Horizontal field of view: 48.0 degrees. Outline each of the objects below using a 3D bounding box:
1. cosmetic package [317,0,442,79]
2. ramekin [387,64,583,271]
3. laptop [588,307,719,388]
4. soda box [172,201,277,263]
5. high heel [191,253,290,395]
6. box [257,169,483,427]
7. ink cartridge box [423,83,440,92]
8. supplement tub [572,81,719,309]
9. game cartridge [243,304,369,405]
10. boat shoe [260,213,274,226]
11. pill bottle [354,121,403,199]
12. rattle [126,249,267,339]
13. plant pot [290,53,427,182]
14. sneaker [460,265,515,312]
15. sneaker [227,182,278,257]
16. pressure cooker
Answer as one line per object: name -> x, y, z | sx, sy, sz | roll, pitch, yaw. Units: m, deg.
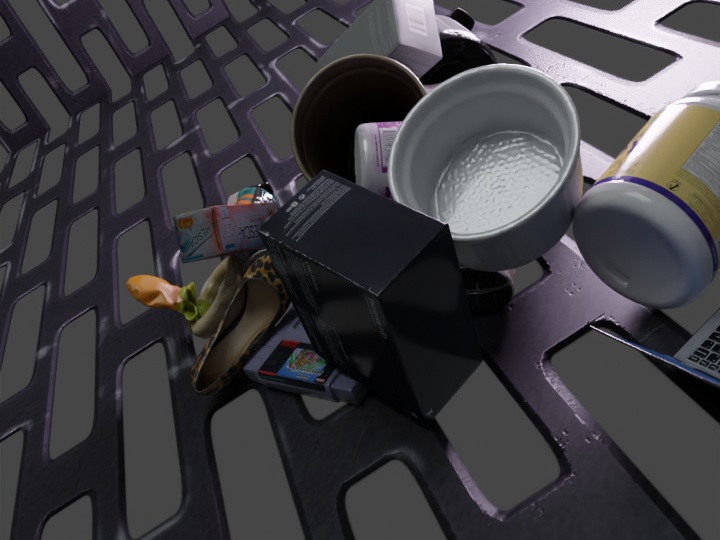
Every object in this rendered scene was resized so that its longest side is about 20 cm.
cosmetic package -> 0.023, -0.309, 1.186 | 0.199, 0.088, 0.110 | -33, 59, 50
ramekin -> 0.134, -0.099, 0.831 | 0.196, 0.098, 0.205 | -12, 60, 20
laptop -> 0.325, 0.052, 0.639 | 0.199, 0.117, 0.186 | -39, 32, -15
soda box -> -0.178, -0.055, 1.125 | 0.067, 0.065, 0.199 | -11, 2, 20
high heel -> -0.143, 0.065, 1.008 | 0.202, 0.071, 0.143 | -56, 4, 29
box -> 0.015, 0.028, 0.832 | 0.104, 0.202, 0.180 | -42, 46, -22
ink cartridge box -> 0.175, -0.202, 1.126 | 0.144, 0.088, 0.200 | -9, 25, -14
supplement tub -> 0.320, -0.078, 0.802 | 0.200, 0.147, 0.144 | -44, 33, -23
game cartridge -> -0.046, 0.096, 0.989 | 0.197, 0.039, 0.130 | 3, 40, 44
boat shoe -> -0.057, -0.073, 1.133 | 0.199, 0.066, 0.072 | -24, -23, -46
pill bottle -> 0.093, -0.124, 0.974 | 0.194, 0.115, 0.113 | -3, 31, -4
rattle -> -0.215, 0.001, 1.121 | 0.199, 0.143, 0.131 | -33, 17, 52
plant pot -> 0.015, -0.178, 1.143 | 0.196, 0.204, 0.173 | -26, -9, 6
sneaker -> 0.090, -0.002, 0.956 | 0.195, 0.075, 0.080 | 9, 35, 18
sneaker -> -0.177, -0.095, 1.343 | 0.079, 0.072, 0.201 | -30, 29, 8
pressure cooker -> 0.118, -0.314, 1.303 | 0.171, 0.182, 0.201 | -14, 30, -4
